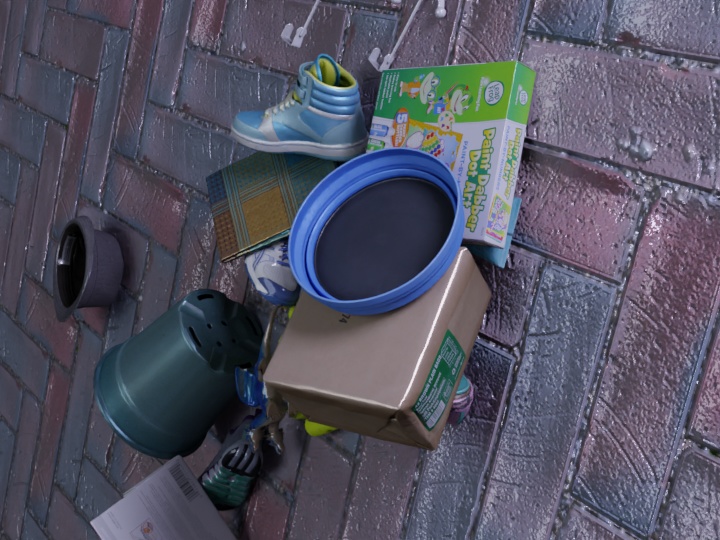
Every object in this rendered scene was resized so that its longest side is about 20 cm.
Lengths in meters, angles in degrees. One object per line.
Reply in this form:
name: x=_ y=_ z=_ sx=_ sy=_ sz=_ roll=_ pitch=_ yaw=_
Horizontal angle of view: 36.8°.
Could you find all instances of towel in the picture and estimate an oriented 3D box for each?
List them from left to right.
towel: x=-0.114 y=-0.106 z=1.463 sx=0.200 sy=0.022 sz=0.147 roll=-24 pitch=60 yaw=18

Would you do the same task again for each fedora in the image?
fedora: x=-0.487 y=0.001 z=1.959 sx=0.177 sy=0.090 sz=0.200 roll=-49 pitch=44 yaw=36

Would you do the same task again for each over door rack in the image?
over door rack: x=0.020 y=-0.319 z=1.289 sx=0.200 sy=0.147 sz=0.067 roll=-51 pitch=44 yaw=36

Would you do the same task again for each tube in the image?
tube: x=0.101 y=-0.065 z=1.246 sx=0.200 sy=0.050 sz=0.078 roll=22 pitch=106 yaw=47

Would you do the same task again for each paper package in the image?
paper package: x=0.022 y=0.071 z=1.181 sx=0.190 sy=0.104 sz=0.200 roll=7 pitch=61 yaw=35

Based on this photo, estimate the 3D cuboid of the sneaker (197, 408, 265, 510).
sneaker: x=-0.183 y=0.280 z=1.582 sx=0.200 sy=0.074 sz=0.088 roll=-49 pitch=20 yaw=45

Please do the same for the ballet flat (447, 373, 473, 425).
ballet flat: x=0.065 y=0.105 z=1.268 sx=0.200 sy=0.069 sz=0.071 roll=52 pitch=145 yaw=40

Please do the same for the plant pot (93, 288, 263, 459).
plant pot: x=-0.253 y=0.139 z=1.577 sx=0.196 sy=0.200 sz=0.201 roll=-43 pitch=55 yaw=32

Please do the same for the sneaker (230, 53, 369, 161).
sneaker: x=-0.082 y=-0.219 z=1.395 sx=0.199 sy=0.080 sz=0.131 roll=9 pitch=123 yaw=22

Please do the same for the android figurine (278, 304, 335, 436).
android figurine: x=-0.057 y=0.126 z=1.437 sx=0.200 sy=0.041 sz=0.183 roll=-25 pitch=68 yaw=47

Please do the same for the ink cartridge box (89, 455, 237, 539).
ink cartridge box: x=-0.266 y=0.388 z=1.514 sx=0.045 sy=0.176 sz=0.200 roll=-34 pitch=90 yaw=45

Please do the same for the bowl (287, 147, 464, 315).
bowl: x=0.019 y=-0.041 z=1.157 sx=0.200 sy=0.039 sz=0.201 roll=-15 pitch=52 yaw=20

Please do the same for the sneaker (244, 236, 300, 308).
sneaker: x=-0.109 y=-0.046 z=1.477 sx=0.088 sy=0.075 sz=0.200 roll=-42 pitch=47 yaw=36

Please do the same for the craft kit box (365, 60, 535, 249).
craft kit box: x=0.090 y=-0.130 z=1.219 sx=0.197 sy=0.048 sz=0.201 roll=6 pitch=83 yaw=40

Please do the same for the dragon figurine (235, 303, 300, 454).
dragon figurine: x=-0.128 y=0.150 z=1.438 sx=0.099 sy=0.059 sz=0.201 roll=-13 pitch=87 yaw=58
